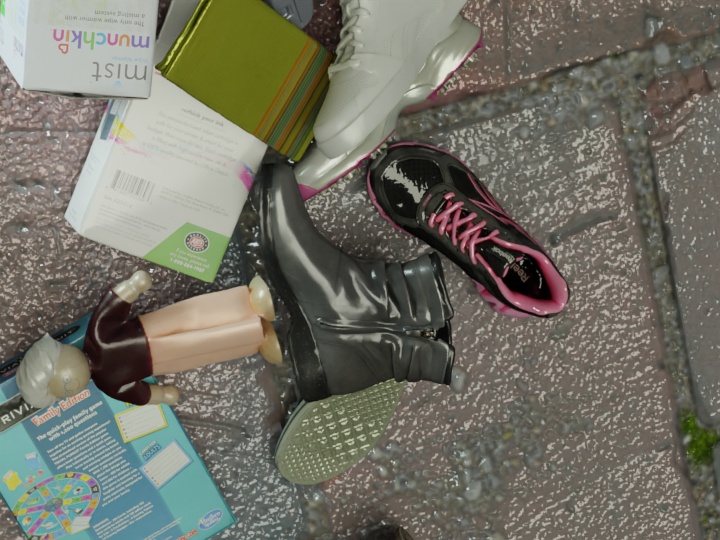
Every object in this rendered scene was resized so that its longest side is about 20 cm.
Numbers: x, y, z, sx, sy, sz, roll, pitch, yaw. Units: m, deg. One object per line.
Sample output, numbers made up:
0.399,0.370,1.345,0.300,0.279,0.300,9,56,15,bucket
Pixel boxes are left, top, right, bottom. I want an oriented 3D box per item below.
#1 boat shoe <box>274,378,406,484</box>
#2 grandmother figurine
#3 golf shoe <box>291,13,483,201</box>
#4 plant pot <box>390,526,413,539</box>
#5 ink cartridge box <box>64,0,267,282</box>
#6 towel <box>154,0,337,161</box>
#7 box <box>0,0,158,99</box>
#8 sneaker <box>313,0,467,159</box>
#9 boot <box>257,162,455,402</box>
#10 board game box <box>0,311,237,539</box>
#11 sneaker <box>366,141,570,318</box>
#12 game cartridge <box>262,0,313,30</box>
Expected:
-0.004,0.086,1.779,0.074,0.062,0.200,25,106,-22,boat shoe
-0.164,0.057,1.677,0.199,0.061,0.122,-16,112,-12,grandmother figurine
0.002,-0.140,1.729,0.200,0.075,0.092,-45,98,-7,golf shoe
-0.001,0.341,1.779,0.198,0.200,0.201,-31,109,2,plant pot
-0.134,-0.107,1.693,0.117,0.067,0.201,21,97,-20,ink cartridge box
-0.075,-0.146,1.611,0.086,0.018,0.200,-60,150,0,towel
-0.198,-0.223,1.580,0.096,0.200,0.177,4,103,-15,box
-0.004,-0.186,1.638,0.116,0.074,0.200,44,60,-22,sneaker
0.000,0.000,1.693,0.131,0.070,0.201,-11,112,10,boot
-0.210,0.149,1.742,0.151,0.047,0.200,-30,108,-7,board game box
0.092,-0.029,1.760,0.200,0.095,0.079,38,93,-18,sneaker
-0.103,-0.275,1.604,0.041,0.133,0.200,-40,141,-17,game cartridge
